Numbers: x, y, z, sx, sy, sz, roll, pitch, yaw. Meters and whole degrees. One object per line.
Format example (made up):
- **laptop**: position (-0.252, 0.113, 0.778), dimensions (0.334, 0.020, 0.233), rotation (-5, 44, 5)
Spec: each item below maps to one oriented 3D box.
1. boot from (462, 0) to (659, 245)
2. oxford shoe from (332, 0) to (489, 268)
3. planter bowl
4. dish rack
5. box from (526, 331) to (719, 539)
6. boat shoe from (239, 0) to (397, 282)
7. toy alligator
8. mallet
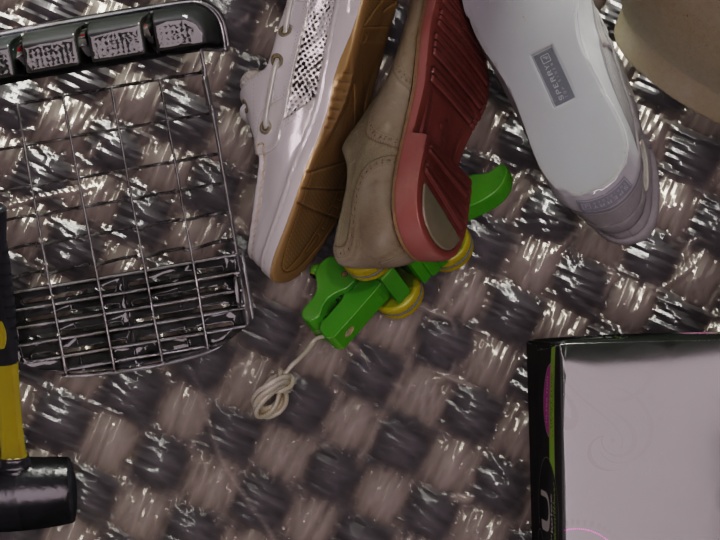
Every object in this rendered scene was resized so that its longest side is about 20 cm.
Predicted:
- **boot**: position (0.115, -0.107, 1.506), dimensions (0.073, 0.096, 0.201), rotation (-20, 65, 12)
- **oxford shoe**: position (0.022, -0.088, 1.476), dimensions (0.075, 0.200, 0.070), rotation (-13, 136, 29)
- **planter bowl**: position (0.222, -0.158, 1.470), dimensions (0.200, 0.200, 0.135), rotation (27, 114, -5)
- **dish rack**: position (-0.139, -0.044, 1.488), dimensions (0.153, 0.055, 0.201), rotation (-9, 94, 5)
- **box**: position (0.200, 0.109, 1.490), dimensions (0.199, 0.124, 0.149), rotation (-1, 89, -4)
- **boat shoe**: position (-0.035, -0.095, 1.502), dimensions (0.069, 0.071, 0.201), rotation (18, 95, 20)
- **toy alligator**: position (0.000, 0.000, 1.509), dimensions (0.200, 0.059, 0.054), rotation (-43, 54, -4)
- **mallet**: position (-0.185, 0.056, 1.462), dimensions (0.066, 0.041, 0.201), rotation (2, 116, -7)
